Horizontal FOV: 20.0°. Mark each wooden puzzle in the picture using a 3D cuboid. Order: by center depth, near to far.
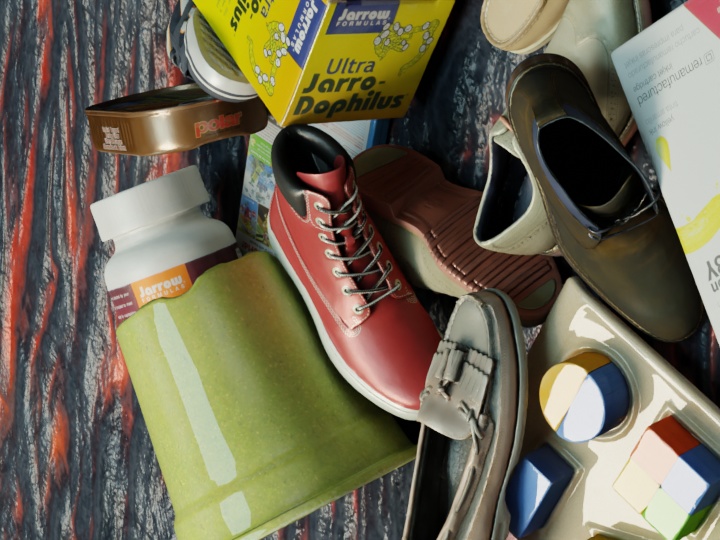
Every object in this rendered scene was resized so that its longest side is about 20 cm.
[{"bbox_3d":[0.153,0.134,1.292,0.200,0.046,0.186,47,130,28],"label":"wooden puzzle"}]

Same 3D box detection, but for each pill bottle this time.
[{"bbox_3d":[-0.136,0.027,1.602,0.109,0.109,0.202,-16,96,52],"label":"pill bottle"}]

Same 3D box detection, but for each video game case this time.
[{"bbox_3d":[-0.038,-0.073,1.545,0.143,0.018,0.202,35,125,41],"label":"video game case"}]

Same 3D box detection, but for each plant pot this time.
[{"bbox_3d":[-0.080,0.095,1.473,0.200,0.199,0.185,-33,82,51],"label":"plant pot"}]

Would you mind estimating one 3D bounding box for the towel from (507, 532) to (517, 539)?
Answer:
[{"bbox_3d":[0.184,0.201,1.329,0.200,0.023,0.145,50,133,30],"label":"towel"}]

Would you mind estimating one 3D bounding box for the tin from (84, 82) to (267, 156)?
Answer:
[{"bbox_3d":[-0.142,-0.118,1.575,0.200,0.111,0.042,13,120,65],"label":"tin"}]

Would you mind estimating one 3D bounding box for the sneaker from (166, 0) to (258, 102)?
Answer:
[{"bbox_3d":[-0.100,-0.166,1.502,0.201,0.078,0.080,-91,25,-54],"label":"sneaker"}]

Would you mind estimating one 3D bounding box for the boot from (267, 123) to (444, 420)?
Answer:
[{"bbox_3d":[0.000,0.000,1.377,0.201,0.072,0.145,54,163,19],"label":"boot"}]

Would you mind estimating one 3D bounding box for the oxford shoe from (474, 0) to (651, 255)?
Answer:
[{"bbox_3d":[0.125,-0.095,1.268,0.071,0.073,0.202,40,126,44],"label":"oxford shoe"}]

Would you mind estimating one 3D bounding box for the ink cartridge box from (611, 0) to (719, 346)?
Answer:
[{"bbox_3d":[0.242,-0.063,1.131,0.145,0.083,0.202,-32,74,51],"label":"ink cartridge box"}]

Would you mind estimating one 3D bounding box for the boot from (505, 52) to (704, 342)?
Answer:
[{"bbox_3d":[0.146,-0.028,1.206,0.074,0.097,0.201,-31,104,11],"label":"boot"}]

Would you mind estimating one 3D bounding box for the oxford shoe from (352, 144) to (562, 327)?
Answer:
[{"bbox_3d":[0.068,-0.013,1.399,0.200,0.070,0.074,42,153,39],"label":"oxford shoe"}]

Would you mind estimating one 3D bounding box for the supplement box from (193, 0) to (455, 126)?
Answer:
[{"bbox_3d":[-0.040,-0.208,1.426,0.201,0.108,0.110,56,137,34],"label":"supplement box"}]

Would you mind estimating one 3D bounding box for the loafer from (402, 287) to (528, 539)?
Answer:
[{"bbox_3d":[0.063,0.113,1.310,0.072,0.062,0.202,19,108,57],"label":"loafer"}]

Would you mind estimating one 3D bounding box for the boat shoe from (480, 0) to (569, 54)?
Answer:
[{"bbox_3d":[0.114,-0.217,1.267,0.074,0.069,0.201,53,136,29],"label":"boat shoe"}]
